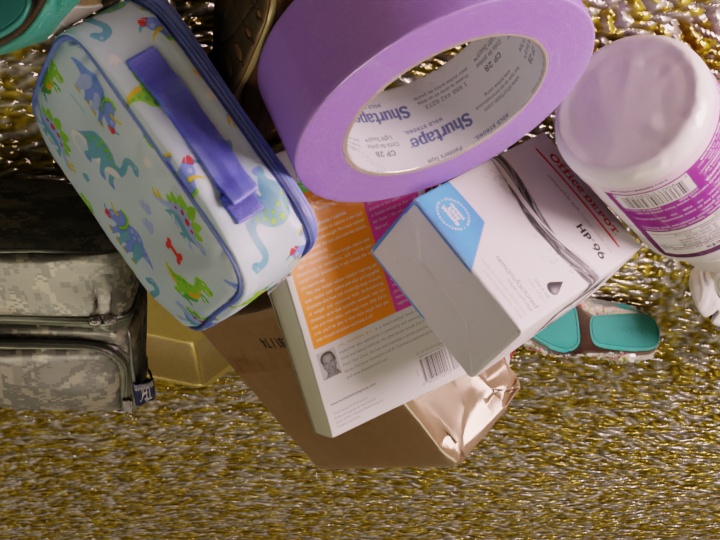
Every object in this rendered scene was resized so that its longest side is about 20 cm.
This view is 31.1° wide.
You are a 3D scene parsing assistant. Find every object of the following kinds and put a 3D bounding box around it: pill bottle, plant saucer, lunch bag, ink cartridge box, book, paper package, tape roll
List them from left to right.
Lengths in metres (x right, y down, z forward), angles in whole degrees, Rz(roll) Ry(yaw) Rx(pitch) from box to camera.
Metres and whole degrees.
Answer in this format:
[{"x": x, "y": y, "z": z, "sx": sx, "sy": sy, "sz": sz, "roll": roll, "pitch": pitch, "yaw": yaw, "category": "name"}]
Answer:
[{"x": -0.258, "y": 0.030, "z": 1.003, "sx": 0.198, "sy": 0.140, "sz": 0.169, "roll": 1, "pitch": 118, "yaw": -7, "category": "lunch bag"}, {"x": -0.189, "y": 0.038, "z": 1.191, "sx": 0.199, "sy": 0.049, "sz": 0.200, "roll": 14, "pitch": 149, "yaw": -29, "category": "plant saucer"}, {"x": -0.119, "y": -0.065, "z": 0.823, "sx": 0.082, "sy": 0.201, "sz": 0.161, "roll": -36, "pitch": 180, "yaw": -26, "category": "lunch bag"}, {"x": -0.006, "y": 0.064, "z": 1.061, "sx": 0.191, "sy": 0.104, "sz": 0.199, "roll": 52, "pitch": 148, "yaw": -16, "category": "paper package"}, {"x": 0.000, "y": 0.000, "z": 0.927, "sx": 0.133, "sy": 0.202, "sz": 0.048, "roll": -21, "pitch": -170, "yaw": -26, "category": "book"}, {"x": 0.040, "y": -0.124, "z": 0.789, "sx": 0.199, "sy": 0.066, "sz": 0.200, "roll": -22, "pitch": 158, "yaw": -10, "category": "tape roll"}, {"x": 0.118, "y": -0.022, "z": 0.926, "sx": 0.199, "sy": 0.116, "sz": 0.068, "roll": -29, "pitch": 166, "yaw": -43, "category": "ink cartridge box"}, {"x": 0.227, "y": -0.074, "z": 0.922, "sx": 0.112, "sy": 0.113, "sz": 0.200, "roll": -17, "pitch": 150, "yaw": 28, "category": "pill bottle"}]

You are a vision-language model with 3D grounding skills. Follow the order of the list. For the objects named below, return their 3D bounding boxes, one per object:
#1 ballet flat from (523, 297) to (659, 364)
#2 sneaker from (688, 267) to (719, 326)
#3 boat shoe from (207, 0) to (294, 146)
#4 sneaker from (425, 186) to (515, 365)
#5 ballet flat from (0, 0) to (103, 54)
[{"x": 0.194, "y": 0.056, "z": 1.222, "sx": 0.199, "sy": 0.076, "sz": 0.064, "roll": 16, "pitch": 156, "yaw": -26, "category": "ballet flat"}, {"x": 0.398, "y": 0.023, "z": 1.173, "sx": 0.198, "sy": 0.076, "sz": 0.081, "roll": 12, "pitch": 142, "yaw": -25, "category": "sneaker"}, {"x": -0.060, "y": -0.137, "z": 0.836, "sx": 0.067, "sy": 0.073, "sz": 0.200, "roll": -5, "pitch": 158, "yaw": -17, "category": "boat shoe"}, {"x": 0.084, "y": -0.011, "z": 1.093, "sx": 0.078, "sy": 0.116, "sz": 0.201, "roll": -5, "pitch": 122, "yaw": 30, "category": "sneaker"}, {"x": -0.171, "y": -0.177, "z": 0.755, "sx": 0.070, "sy": 0.068, "sz": 0.199, "roll": 2, "pitch": 159, "yaw": -40, "category": "ballet flat"}]
